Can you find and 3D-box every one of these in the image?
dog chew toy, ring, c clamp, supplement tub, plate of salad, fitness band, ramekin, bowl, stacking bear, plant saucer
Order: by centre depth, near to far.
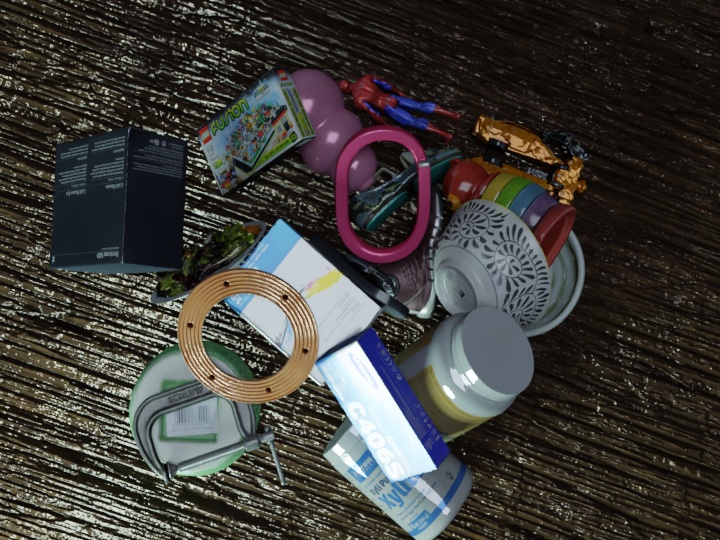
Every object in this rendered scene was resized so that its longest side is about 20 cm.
[{"bbox_3d":[-0.153,0.089,1.267,0.195,0.019,0.205,1,114,3],"label":"ring"},{"bbox_3d":[0.131,0.147,1.279,0.142,0.200,0.148,16,56,-26],"label":"supplement tub"},{"bbox_3d":[-0.216,0.238,1.299,0.195,0.027,0.175,-12,87,-6],"label":"c clamp"},{"bbox_3d":[0.166,0.011,1.317,0.093,0.200,0.203,-29,88,-33],"label":"bowl"},{"bbox_3d":[-0.224,-0.021,1.334,0.198,0.200,0.049,-34,110,-6],"label":"plate of salad"},{"bbox_3d":[0.032,-0.109,1.355,0.140,0.038,0.205,0,112,-1],"label":"fitness band"},{"bbox_3d":[-0.246,0.204,1.363,0.195,0.098,0.205,0,85,-5],"label":"ramekin"},{"bbox_3d":[0.057,0.287,1.366,0.199,0.132,0.133,40,83,-1],"label":"supplement tub"},{"bbox_3d":[0.206,-0.093,1.367,0.198,0.122,0.114,34,65,24],"label":"stacking bear"},{"bbox_3d":[-0.051,-0.203,1.398,0.124,0.125,0.201,-40,90,-7],"label":"dog chew toy"},{"bbox_3d":[0.247,0.001,1.429,0.195,0.050,0.205,-1,86,15],"label":"plant saucer"}]

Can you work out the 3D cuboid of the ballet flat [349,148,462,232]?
[{"bbox_3d":[0.065,-0.144,1.436,0.198,0.074,0.075,-36,89,-10],"label":"ballet flat"}]

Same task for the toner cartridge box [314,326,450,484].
[{"bbox_3d":[0.029,0.185,1.250,0.202,0.094,0.043,57,41,-3],"label":"toner cartridge box"}]

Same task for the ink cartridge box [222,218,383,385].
[{"bbox_3d":[-0.087,0.049,1.364,0.199,0.147,0.145,41,85,-1],"label":"ink cartridge box"}]

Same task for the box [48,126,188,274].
[{"bbox_3d":[-0.348,-0.092,1.323,0.103,0.197,0.187,8,83,-47],"label":"box"}]

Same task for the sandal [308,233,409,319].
[{"bbox_3d":[0.000,0.000,1.379,0.199,0.076,0.043,40,87,25],"label":"sandal"}]

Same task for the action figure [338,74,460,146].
[{"bbox_3d":[0.056,-0.255,1.450,0.197,0.052,0.067,24,79,2],"label":"action figure"}]

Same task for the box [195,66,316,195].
[{"bbox_3d":[-0.158,-0.203,1.368,0.034,0.198,0.112,-21,85,-48],"label":"box"}]

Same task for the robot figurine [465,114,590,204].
[{"bbox_3d":[0.262,-0.162,1.455,0.196,0.058,0.148,20,84,-2],"label":"robot figurine"}]

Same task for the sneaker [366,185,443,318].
[{"bbox_3d":[0.066,-0.032,1.422,0.113,0.076,0.205,5,86,-1],"label":"sneaker"}]
